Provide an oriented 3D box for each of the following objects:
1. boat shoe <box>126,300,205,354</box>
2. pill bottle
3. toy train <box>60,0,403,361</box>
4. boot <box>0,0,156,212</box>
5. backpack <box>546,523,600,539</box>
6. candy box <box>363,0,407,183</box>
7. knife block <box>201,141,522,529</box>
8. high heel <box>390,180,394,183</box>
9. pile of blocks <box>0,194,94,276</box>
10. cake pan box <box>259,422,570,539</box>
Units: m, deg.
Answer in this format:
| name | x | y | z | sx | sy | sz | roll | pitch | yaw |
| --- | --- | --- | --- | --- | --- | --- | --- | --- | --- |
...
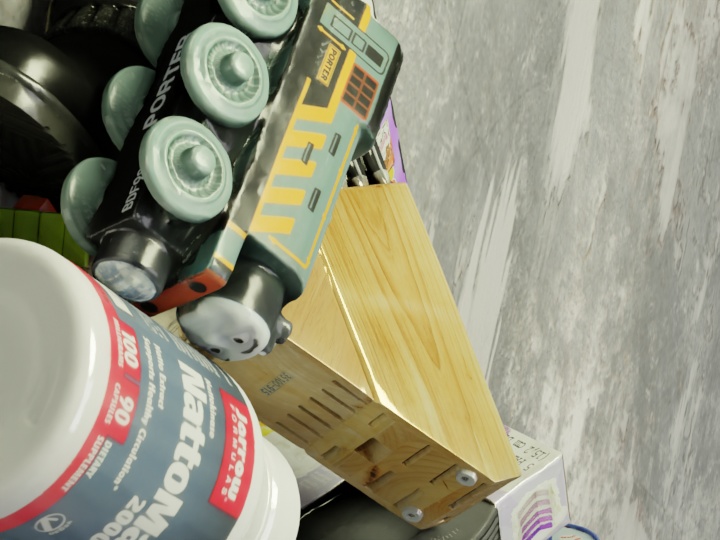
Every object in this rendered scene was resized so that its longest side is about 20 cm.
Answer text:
| name | x | y | z | sx | sy | sz | roll | pitch | yaw |
| --- | --- | --- | --- | --- | --- | --- | --- | --- | --- |
| boat shoe | -0.092 | 0.044 | 1.272 | 0.200 | 0.069 | 0.074 | -57 | -175 | -33 |
| pill bottle | -0.110 | 0.076 | 1.132 | 0.200 | 0.120 | 0.120 | 39 | 60 | -54 |
| toy train | -0.052 | -0.056 | 1.180 | 0.114 | 0.085 | 0.200 | 38 | 51 | -26 |
| boot | -0.126 | -0.113 | 1.247 | 0.211 | 0.079 | 0.158 | 51 | 54 | -71 |
| backpack | 0.049 | 0.202 | 1.394 | 0.191 | 0.200 | 0.154 | -47 | 131 | -62 |
| candy box | -0.047 | -0.074 | 1.465 | 0.168 | 0.071 | 0.200 | -60 | 149 | -44 |
| knife block | 0.000 | 0.000 | 1.280 | 0.200 | 0.064 | 0.176 | 35 | 49 | -16 |
| high heel | 0.030 | 0.043 | 1.417 | 0.096 | 0.067 | 0.200 | -124 | -162 | -82 |
| pile of blocks | -0.164 | -0.010 | 1.184 | 0.200 | 0.082 | 0.062 | -7 | 103 | -67 |
| cake pan box | -0.023 | 0.120 | 1.344 | 0.184 | 0.200 | 0.052 | -33 | 129 | -30 |
